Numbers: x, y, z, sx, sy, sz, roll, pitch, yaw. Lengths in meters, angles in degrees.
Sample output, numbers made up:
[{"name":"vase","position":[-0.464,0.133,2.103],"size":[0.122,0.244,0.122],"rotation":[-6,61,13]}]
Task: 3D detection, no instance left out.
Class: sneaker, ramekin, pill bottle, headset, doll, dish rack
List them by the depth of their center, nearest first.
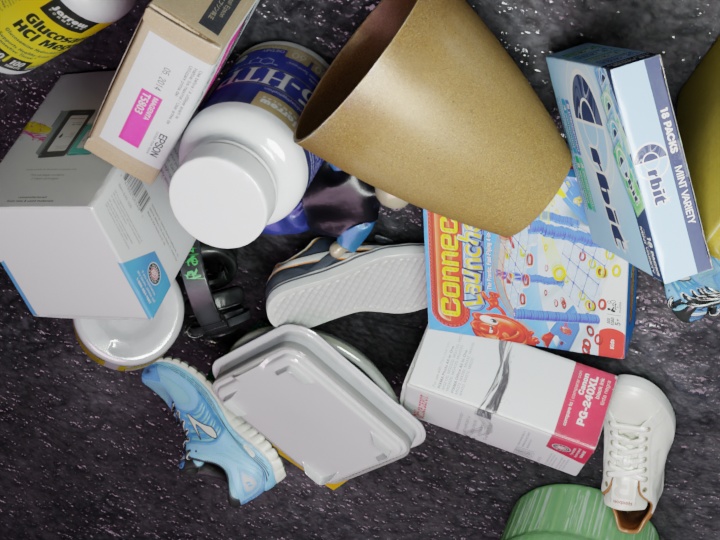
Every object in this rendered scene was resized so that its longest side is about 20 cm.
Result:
[{"name":"sneaker","position":[0.307,0.008,1.408],"size":[0.078,0.200,0.091],"rotation":[19,99,-7]},{"name":"pill bottle","position":[-0.094,-0.110,1.466],"size":[0.119,0.201,0.121],"rotation":[9,125,12]},{"name":"pill bottle","position":[-0.268,-0.260,1.470],"size":[0.199,0.113,0.113],"rotation":[-21,123,39]},{"name":"doll","position":[-0.042,-0.078,1.602],"size":[0.198,0.048,0.138],"rotation":[0,113,23]},{"name":"sneaker","position":[0.000,0.000,1.656],"size":[0.198,0.080,0.079],"rotation":[-10,125,0]},{"name":"dish rack","position":[-0.050,0.149,1.692],"size":[0.200,0.044,0.171],"rotation":[42,139,-19]},{"name":"headset","position":[-0.166,0.020,1.713],"size":[0.093,0.125,0.200],"rotation":[-16,156,6]},{"name":"sneaker","position":[0.288,0.198,1.716],"size":[0.072,0.085,0.201],"rotation":[6,135,22]},{"name":"pill bottle","position":[-0.246,0.048,1.732],"size":[0.114,0.115,0.200],"rotation":[29,170,-6]},{"name":"sneaker","position":[-0.174,0.174,1.783],"size":[0.200,0.090,0.079],"rotation":[42,166,20]},{"name":"ramekin","position":[0.246,0.333,1.867],"size":[0.198,0.098,0.201],"rotation":[13,139,12]}]

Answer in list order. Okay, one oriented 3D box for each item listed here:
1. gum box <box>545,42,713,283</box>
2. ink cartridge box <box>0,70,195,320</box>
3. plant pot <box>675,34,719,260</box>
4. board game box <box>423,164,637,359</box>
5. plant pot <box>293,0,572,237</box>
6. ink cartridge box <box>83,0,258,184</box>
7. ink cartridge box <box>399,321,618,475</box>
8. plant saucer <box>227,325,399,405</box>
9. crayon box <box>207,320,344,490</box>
[{"name":"gum box","position":[0.212,-0.092,1.326],"size":[0.044,0.200,0.171],"rotation":[-17,102,-5]},{"name":"ink cartridge box","position":[-0.245,-0.075,1.588],"size":[0.145,0.201,0.147],"rotation":[1,134,27]},{"name":"plant pot","position":[0.356,-0.092,1.287],"size":[0.194,0.201,0.195],"rotation":[26,140,-2]},{"name":"board game box","position":[0.159,-0.024,1.537],"size":[0.194,0.056,0.201],"rotation":[8,127,17]},{"name":"plant pot","position":[0.076,-0.125,1.393],"size":[0.199,0.187,0.186],"rotation":[36,138,-14]},{"name":"ink cartridge box","position":[-0.153,-0.198,1.441],"size":[0.075,0.165,0.200],"rotation":[30,140,-7]},{"name":"ink cartridge box","position":[0.146,0.126,1.670],"size":[0.198,0.084,0.145],"rotation":[20,164,5]},{"name":"plant saucer","position":[-0.044,0.120,1.736],"size":[0.198,0.050,0.201],"rotation":[15,138,14]},{"name":"crayon box","position":[-0.070,0.155,1.857],"size":[0.199,0.059,0.119],"rotation":[35,138,-13]}]
